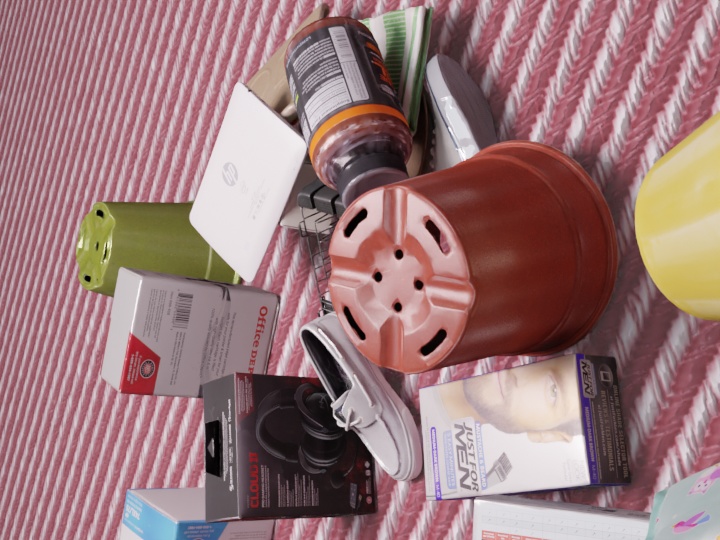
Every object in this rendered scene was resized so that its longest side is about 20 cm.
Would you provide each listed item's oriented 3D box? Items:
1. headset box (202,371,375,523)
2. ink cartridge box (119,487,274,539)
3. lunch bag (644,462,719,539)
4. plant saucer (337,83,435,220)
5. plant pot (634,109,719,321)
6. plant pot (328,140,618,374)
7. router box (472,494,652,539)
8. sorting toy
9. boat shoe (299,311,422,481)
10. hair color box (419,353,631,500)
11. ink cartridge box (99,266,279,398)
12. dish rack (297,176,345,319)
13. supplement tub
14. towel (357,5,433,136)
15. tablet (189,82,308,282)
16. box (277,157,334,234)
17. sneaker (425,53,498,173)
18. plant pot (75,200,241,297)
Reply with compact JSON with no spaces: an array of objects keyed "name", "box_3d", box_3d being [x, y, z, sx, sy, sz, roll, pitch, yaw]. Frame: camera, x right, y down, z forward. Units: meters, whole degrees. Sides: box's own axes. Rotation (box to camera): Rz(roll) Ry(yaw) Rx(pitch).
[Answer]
[{"name":"headset box","box_3d":[-0.085,0.194,1.031,0.077,0.198,0.151,-22,65,47]},{"name":"ink cartridge box","box_3d":[-0.220,0.396,1.207,0.145,0.145,0.203,9,89,51]},{"name":"lunch bag","box_3d":[0.301,0.210,0.595,0.201,0.122,0.170,50,128,0]},{"name":"plant saucer","box_3d":[0.028,-0.138,1.074,0.199,0.036,0.204,-16,70,55]},{"name":"plant pot","box_3d":[0.290,-0.044,0.620,0.189,0.198,0.204,152,119,-64]},{"name":"plant pot","box_3d":[0.086,-0.005,0.812,0.199,0.194,0.204,9,104,40]},{"name":"router box","box_3d":[0.182,0.280,0.746,0.198,0.049,0.183,-1,82,33]},{"name":"sorting toy","box_3d":[-0.102,-0.212,1.164,0.185,0.036,0.202,-36,33,40]},{"name":"boat shoe","box_3d":[-0.003,0.137,1.015,0.072,0.068,0.202,-38,71,46]},{"name":"hair color box","box_3d":[0.142,0.147,0.862,0.199,0.064,0.111,-21,66,46]},{"name":"ink cartridge box","box_3d":[-0.219,0.085,1.226,0.083,0.198,0.147,17,96,55]},{"name":"dish rack","box_3d":[0.000,0.000,1.047,0.152,0.054,0.203,19,127,48]},{"name":"supplement tub","box_3d":[-0.009,-0.155,0.966,0.107,0.106,0.202,-45,50,37]},{"name":"towel","box_3d":[0.008,-0.213,1.065,0.199,0.023,0.155,11,94,57]},{"name":"tablet","box_3d":[-0.135,-0.100,1.102,0.130,0.014,0.202,43,125,25]},{"name":"box","box_3d":[-0.095,-0.105,1.177,0.200,0.067,0.083,25,106,63]},{"name":"sneaker","box_3d":[0.097,-0.129,0.963,0.071,0.072,0.202,-37,56,35]},{"name":"plant pot","box_3d":[-0.296,-0.024,1.353,0.199,0.188,0.203,-15,70,49]}]
